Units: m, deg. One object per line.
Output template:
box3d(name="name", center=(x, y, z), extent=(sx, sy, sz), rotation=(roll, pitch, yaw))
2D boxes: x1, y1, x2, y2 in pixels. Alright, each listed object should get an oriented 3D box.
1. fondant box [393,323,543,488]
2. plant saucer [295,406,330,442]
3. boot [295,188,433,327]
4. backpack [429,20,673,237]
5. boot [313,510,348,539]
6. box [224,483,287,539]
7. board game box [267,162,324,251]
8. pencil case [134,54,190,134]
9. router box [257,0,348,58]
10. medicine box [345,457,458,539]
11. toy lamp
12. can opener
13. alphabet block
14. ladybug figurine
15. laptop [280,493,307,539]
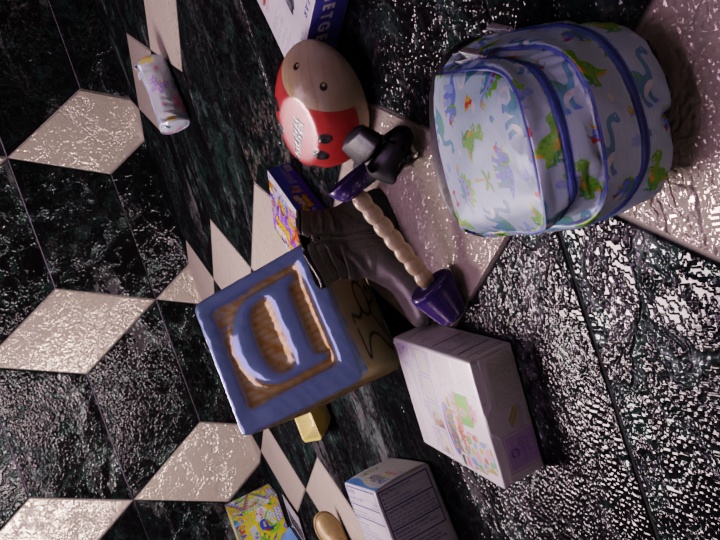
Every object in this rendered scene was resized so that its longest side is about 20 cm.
box3d(name="fondant box", center=(0.119, 0.148, 0.890), extent=(0.199, 0.057, 0.147), rotation=(9, 118, 70))
box3d(name="plant saucer", center=(-0.127, 0.280, 1.715), extent=(0.203, 0.048, 0.200), rotation=(67, 161, 7))
box3d(name="boot", center=(0.000, 0.000, 0.955), extent=(0.203, 0.129, 0.068), rotation=(63, 160, 17))
box3d(name="backpack", center=(0.125, -0.095, 0.536), extent=(0.198, 0.152, 0.167), rotation=(8, 111, 54))
box3d(name="boot", center=(-0.036, 0.668, 1.842), extent=(0.177, 0.066, 0.200), rotation=(56, 161, 3))
box3d(name="box", center=(-0.391, 0.967, 2.915), extent=(0.122, 0.189, 0.204), rotation=(11, 119, 67))
box3d(name="board game box", center=(-0.091, -0.066, 1.271), extent=(0.201, 0.044, 0.136), rotation=(53, 155, 40))
box3d(name="pencil case", center=(-0.513, -0.457, 1.972), extent=(0.082, 0.090, 0.203), rotation=(-26, 85, 31))
box3d(name="router box", center=(-0.079, -0.366, 0.929), extent=(0.182, 0.048, 0.200), rotation=(65, 160, 15))
box3d(name="medicine box", center=(0.073, 0.417, 1.217), extent=(0.204, 0.101, 0.182), rotation=(69, 161, 4))
box3d(name="toy lamp", center=(0.045, -0.024, 0.846), extent=(0.201, 0.058, 0.058), rotation=(52, 163, -11))
box3d(name="can opener", center=(0.016, -0.132, 0.898), extent=(0.079, 0.064, 0.200), rotation=(43, 171, -4))
box3d(name="alphabet block", center=(-0.081, 0.093, 1.070), extent=(0.199, 0.194, 0.200), rotation=(67, -165, 10))
box3d(name="ladybug figurine", center=(-0.055, -0.194, 0.948), extent=(0.135, 0.072, 0.201), rotation=(35, 156, 16))
box3d(name="laptop", center=(-0.261, 0.917, 2.622), extent=(0.187, 0.114, 0.204), rotation=(23, 130, 64))
